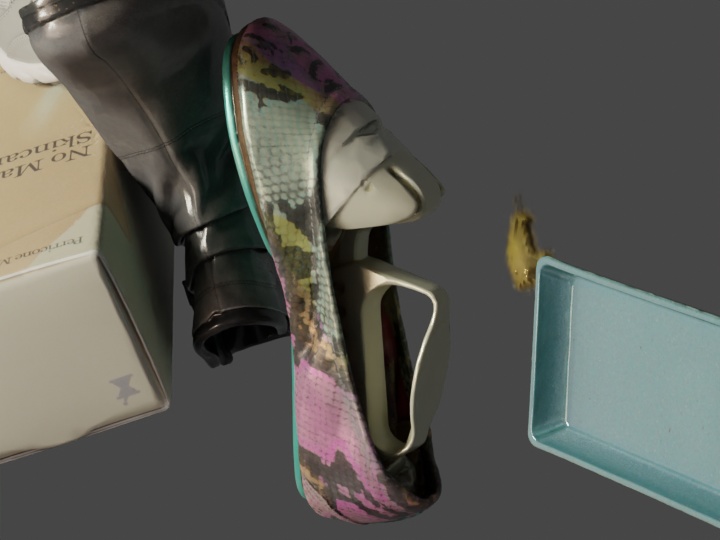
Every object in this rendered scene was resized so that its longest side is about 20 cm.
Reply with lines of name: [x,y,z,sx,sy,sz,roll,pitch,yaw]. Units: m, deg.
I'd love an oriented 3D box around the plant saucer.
plant saucer: [0.122,0.048,0.838,0.200,0.019,0.070,22,114,55]

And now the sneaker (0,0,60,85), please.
sneaker: [-0.144,-0.140,1.113,0.200,0.075,0.082,33,149,52]

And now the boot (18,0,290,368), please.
boot: [-0.064,-0.036,0.999,0.070,0.200,0.132,-17,77,13]

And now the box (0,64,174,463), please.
box: [-0.130,-0.012,1.057,0.200,0.095,0.078,-99,-11,-60]

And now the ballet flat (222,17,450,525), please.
ballet flat: [0.000,0.000,0.983,0.071,0.069,0.200,-3,102,32]
